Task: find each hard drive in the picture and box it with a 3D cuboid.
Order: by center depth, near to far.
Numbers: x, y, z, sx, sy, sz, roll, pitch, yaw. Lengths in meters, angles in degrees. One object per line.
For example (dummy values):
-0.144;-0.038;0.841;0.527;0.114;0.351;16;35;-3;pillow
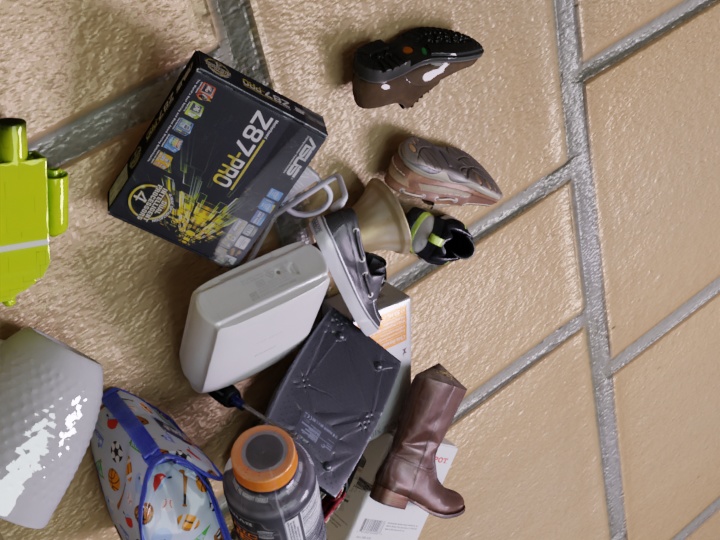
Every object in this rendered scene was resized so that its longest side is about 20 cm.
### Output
-0.041;0.161;1.418;0.135;0.042;0.201;39;60;-18;hard drive

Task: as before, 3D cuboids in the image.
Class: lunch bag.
-0.234;0.249;1.340;0.123;0.170;0.201;-27;124;-22;lunch bag

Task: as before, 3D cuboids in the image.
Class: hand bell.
-0.046;-0.026;1.427;0.199;0.104;0.105;-27;127;-17;hand bell

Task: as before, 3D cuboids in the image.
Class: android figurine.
-0.376;-0.050;1.157;0.181;0.041;0.201;-14;119;-35;android figurine

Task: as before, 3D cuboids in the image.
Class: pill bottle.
-0.098;0.257;1.306;0.106;0.106;0.201;-34;145;-22;pill bottle

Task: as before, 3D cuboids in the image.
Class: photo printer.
-0.129;0.063;1.355;0.166;0.070;0.200;-25;159;-27;photo printer

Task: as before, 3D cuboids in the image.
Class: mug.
-0.373;0.144;1.203;0.199;0.148;0.176;30;82;-15;mug

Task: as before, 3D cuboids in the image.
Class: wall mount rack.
-0.119;-0.082;1.345;0.173;0.075;0.200;-33;137;19;wall mount rack

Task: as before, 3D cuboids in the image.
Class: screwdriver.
-0.132;0.168;1.364;0.029;0.200;0.028;-41;124;-15;screwdriver

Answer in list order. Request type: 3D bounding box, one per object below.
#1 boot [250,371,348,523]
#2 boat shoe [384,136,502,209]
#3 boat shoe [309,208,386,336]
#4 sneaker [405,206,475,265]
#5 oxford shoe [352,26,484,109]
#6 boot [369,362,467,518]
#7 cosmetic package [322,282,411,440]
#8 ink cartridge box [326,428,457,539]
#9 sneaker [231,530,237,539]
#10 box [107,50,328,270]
-0.060;0.219;1.479;0.204;0.153;0.073;-54;146;-1;boot
0.107;-0.119;1.523;0.199;0.076;0.072;17;127;-42;boat shoe
0.000;0.000;1.387;0.066;0.070;0.201;-25;131;1;boat shoe
0.115;-0.031;1.527;0.200;0.082;0.072;6;110;-65;sneaker
0.067;-0.247;1.428;0.199;0.073;0.085;-19;139;-30;oxford shoe
0.113;0.235;1.597;0.186;0.064;0.201;18;93;-45;boot
0.010;0.124;1.555;0.101;0.071;0.201;-22;125;-31;cosmetic package
0.033;0.316;1.663;0.144;0.084;0.201;18;99;-43;ink cartridge box
-0.107;0.338;1.560;0.084;0.074;0.201;17;99;-44;sneaker
-0.154;-0.113;1.233;0.160;0.049;0.200;25;117;-28;box
